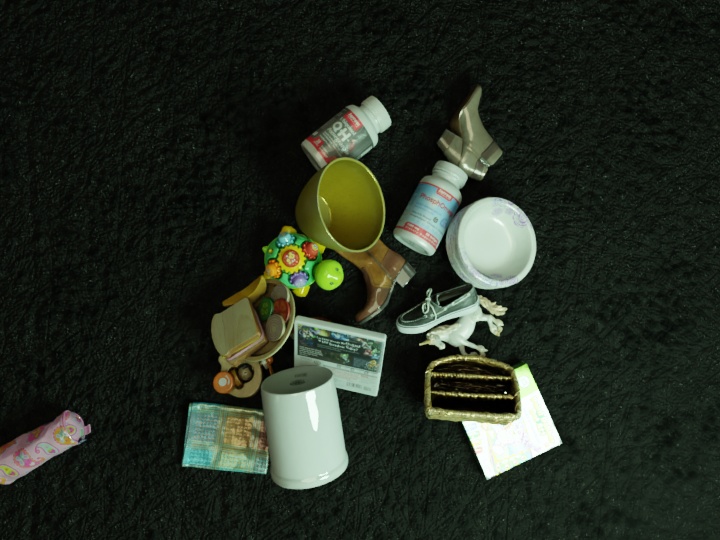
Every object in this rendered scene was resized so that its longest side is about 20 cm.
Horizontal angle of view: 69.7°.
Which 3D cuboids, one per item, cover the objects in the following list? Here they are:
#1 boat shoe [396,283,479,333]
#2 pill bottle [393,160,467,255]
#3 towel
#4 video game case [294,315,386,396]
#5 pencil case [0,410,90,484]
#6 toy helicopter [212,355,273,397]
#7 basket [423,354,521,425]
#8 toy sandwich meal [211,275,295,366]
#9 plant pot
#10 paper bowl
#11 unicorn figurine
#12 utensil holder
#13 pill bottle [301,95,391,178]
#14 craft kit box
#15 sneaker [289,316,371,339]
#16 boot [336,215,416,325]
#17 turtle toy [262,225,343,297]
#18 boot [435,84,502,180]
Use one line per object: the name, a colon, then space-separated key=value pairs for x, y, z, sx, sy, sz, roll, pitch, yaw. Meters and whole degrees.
boat shoe: x=0.169 y=0.083 z=1.171 sx=0.197 sy=0.074 sz=0.068 roll=-16 pitch=129 yaw=14
pill bottle: x=0.165 y=-0.145 z=1.191 sx=0.108 sy=0.109 sz=0.201 roll=28 pitch=86 yaw=0
towel: x=-0.304 y=0.384 z=1.185 sx=0.197 sy=0.022 sz=0.149 roll=7 pitch=87 yaw=-1
video game case: x=-0.050 y=0.190 z=1.138 sx=0.198 sy=0.023 sz=0.183 roll=11 pitch=128 yaw=7
pencil case: x=-0.709 y=0.389 z=1.143 sx=0.199 sy=0.087 sz=0.088 roll=-29 pitch=87 yaw=-4
toy helicopter: x=-0.257 y=0.186 z=1.176 sx=0.131 sy=0.079 sz=0.202 roll=-4 pitch=74 yaw=4
basket: x=0.237 y=0.249 z=1.111 sx=0.197 sy=0.149 sz=0.144 roll=3 pitch=70 yaw=8
toy sandwich meal: x=-0.233 y=0.103 z=1.116 sx=0.203 sy=0.070 sz=0.207 roll=-12 pitch=64 yaw=27
plant pot: x=-0.063 y=-0.134 z=1.142 sx=0.199 sy=0.141 sz=0.203 roll=6 pitch=81 yaw=-44
paper bowl: x=0.289 y=-0.058 z=1.179 sx=0.198 sy=0.104 sz=0.203 roll=2 pitch=83 yaw=-16
unicorn figurine: x=0.241 y=0.143 z=1.200 sx=0.137 sy=0.074 sz=0.200 roll=36 pitch=72 yaw=10
utensil holder: x=-0.121 y=0.326 z=1.099 sx=0.168 sy=0.170 sz=0.202 roll=-7 pitch=100 yaw=-2
pill bottle: x=-0.029 y=-0.309 z=1.194 sx=0.199 sy=0.111 sz=0.111 roll=-39 pitch=88 yaw=-3
craft kit box: x=0.334 y=0.345 z=1.197 sx=0.196 sy=0.049 sz=0.202 roll=-24 pitch=87 yaw=-6
sneaker: x=-0.071 y=0.166 z=1.177 sx=0.198 sy=0.078 sz=0.083 roll=12 pitch=120 yaw=14
boot: x=0.000 y=0.000 z=1.198 sx=0.200 sy=0.068 sz=0.189 roll=43 pitch=90 yaw=4
turtle toy: x=-0.132 y=-0.015 z=1.176 sx=0.198 sy=0.101 sz=0.147 roll=21 pitch=86 yaw=0
boot: x=0.278 y=-0.321 z=1.233 sx=0.146 sy=0.070 sz=0.201 roll=35 pitch=87 yaw=-6
